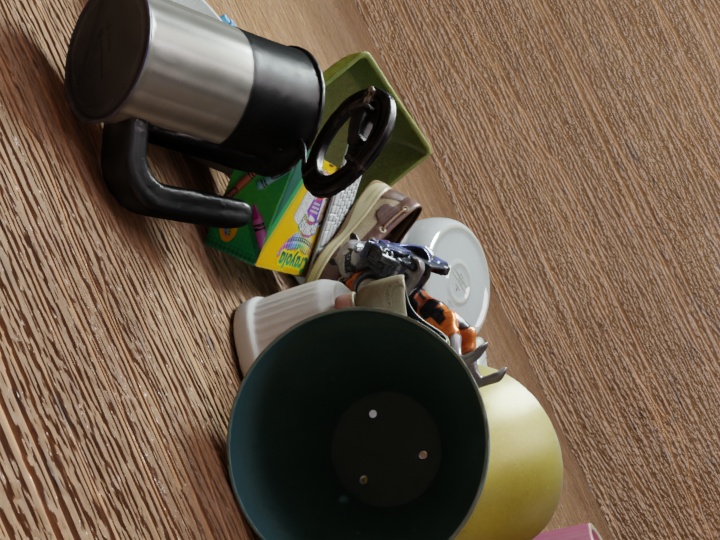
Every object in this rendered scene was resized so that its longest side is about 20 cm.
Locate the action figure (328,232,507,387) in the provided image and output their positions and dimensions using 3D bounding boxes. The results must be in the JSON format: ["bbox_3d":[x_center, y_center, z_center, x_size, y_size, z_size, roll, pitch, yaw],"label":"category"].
[{"bbox_3d":[0.041,0.035,1.166,0.193,0.105,0.200,43,12,24],"label":"action figure"}]

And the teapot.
[{"bbox_3d":[0.082,0.024,1.708,0.197,0.145,0.202,-9,93,-52],"label":"teapot"}]

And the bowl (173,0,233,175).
[{"bbox_3d":[-0.166,-0.188,1.204,0.201,0.074,0.200,67,12,18],"label":"bowl"}]

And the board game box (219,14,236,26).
[{"bbox_3d":[-0.167,-0.254,1.473,0.201,0.026,0.200,67,11,17],"label":"board game box"}]

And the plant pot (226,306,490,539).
[{"bbox_3d":[0.009,0.139,0.959,0.201,0.199,0.135,66,7,15],"label":"plant pot"}]

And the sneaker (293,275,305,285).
[{"bbox_3d":[-0.031,-0.027,1.357,0.201,0.111,0.077,58,12,-25],"label":"sneaker"}]

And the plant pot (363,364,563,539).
[{"bbox_3d":[0.085,0.208,1.230,0.142,0.199,0.201,-14,76,-53],"label":"plant pot"}]

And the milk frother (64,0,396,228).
[{"bbox_3d":[-0.100,-0.139,0.967,0.187,0.199,0.182,12,63,-45],"label":"milk frother"}]

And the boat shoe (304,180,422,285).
[{"bbox_3d":[0.000,0.000,1.264,0.072,0.201,0.072,24,-24,18],"label":"boat shoe"}]

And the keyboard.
[{"bbox_3d":[-0.023,-0.060,1.253,0.011,0.201,0.056,23,19,14],"label":"keyboard"}]

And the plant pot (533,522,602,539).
[{"bbox_3d":[0.197,0.370,1.324,0.201,0.178,0.200,60,11,-19],"label":"plant pot"}]

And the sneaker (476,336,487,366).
[{"bbox_3d":[0.050,0.086,1.350,0.199,0.076,0.092,20,41,-9],"label":"sneaker"}]

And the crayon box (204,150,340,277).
[{"bbox_3d":[-0.075,-0.061,1.204,0.058,0.120,0.200,23,2,14],"label":"crayon box"}]

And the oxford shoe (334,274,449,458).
[{"bbox_3d":[0.053,0.096,1.071,0.201,0.073,0.071,59,12,-21],"label":"oxford shoe"}]

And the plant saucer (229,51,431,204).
[{"bbox_3d":[-0.041,-0.140,1.382,0.048,0.200,0.200,53,2,39],"label":"plant saucer"}]

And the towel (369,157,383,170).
[{"bbox_3d":[-0.026,-0.133,1.560,0.200,0.143,0.023,-13,102,-79],"label":"towel"}]

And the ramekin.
[{"bbox_3d":[-0.028,0.101,1.124,0.203,0.094,0.203,59,12,-21],"label":"ramekin"}]
